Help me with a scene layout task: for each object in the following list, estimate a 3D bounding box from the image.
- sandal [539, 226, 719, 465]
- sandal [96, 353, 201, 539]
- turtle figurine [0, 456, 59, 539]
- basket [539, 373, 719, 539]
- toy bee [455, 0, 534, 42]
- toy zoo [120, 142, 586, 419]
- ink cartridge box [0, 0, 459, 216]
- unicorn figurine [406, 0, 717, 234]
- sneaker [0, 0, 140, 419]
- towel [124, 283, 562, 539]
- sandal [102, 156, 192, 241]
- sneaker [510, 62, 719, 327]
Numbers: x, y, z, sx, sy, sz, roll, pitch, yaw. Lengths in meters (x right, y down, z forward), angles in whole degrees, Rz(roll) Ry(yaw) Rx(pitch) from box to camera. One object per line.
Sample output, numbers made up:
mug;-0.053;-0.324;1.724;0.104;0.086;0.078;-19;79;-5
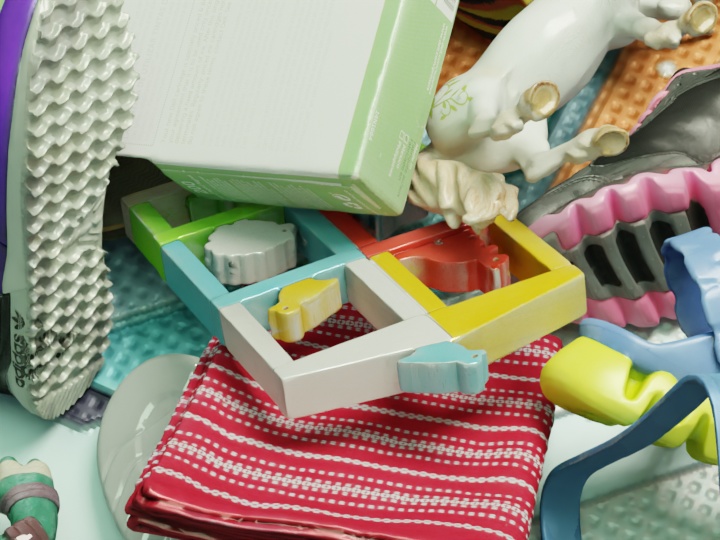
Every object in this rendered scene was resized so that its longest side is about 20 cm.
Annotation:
sandal;0.175;0.046;0.953;0.200;0.079;0.087;23;84;-7
sandal;-0.032;0.109;0.974;0.203;0.050;0.082;38;84;33
turtle figurine;-0.143;0.147;0.931;0.200;0.101;0.150;31;81;6
basket;0.108;0.151;0.878;0.139;0.176;0.200;-3;74;-15
toy bee;0.006;-0.166;1.088;0.200;0.109;0.131;11;62;8
toy zoo;0.000;0.000;0.981;0.131;0.020;0.200;-19;33;-20
ink cartridge box;-0.060;-0.104;1.024;0.200;0.048;0.146;6;73;31
unicorn figurine;0.089;-0.091;1.005;0.200;0.137;0.074;-32;101;-20
sneaker;-0.152;-0.039;0.988;0.099;0.200;0.070;23;32;23
towel;0.001;0.058;0.946;0.145;0.022;0.200;11;26;5
sandal;-0.157;-0.077;1.078;0.200;0.054;0.080;31;67;18
sneaker;0.143;-0.047;1.047;0.200;0.079;0.095;-24;41;-11
